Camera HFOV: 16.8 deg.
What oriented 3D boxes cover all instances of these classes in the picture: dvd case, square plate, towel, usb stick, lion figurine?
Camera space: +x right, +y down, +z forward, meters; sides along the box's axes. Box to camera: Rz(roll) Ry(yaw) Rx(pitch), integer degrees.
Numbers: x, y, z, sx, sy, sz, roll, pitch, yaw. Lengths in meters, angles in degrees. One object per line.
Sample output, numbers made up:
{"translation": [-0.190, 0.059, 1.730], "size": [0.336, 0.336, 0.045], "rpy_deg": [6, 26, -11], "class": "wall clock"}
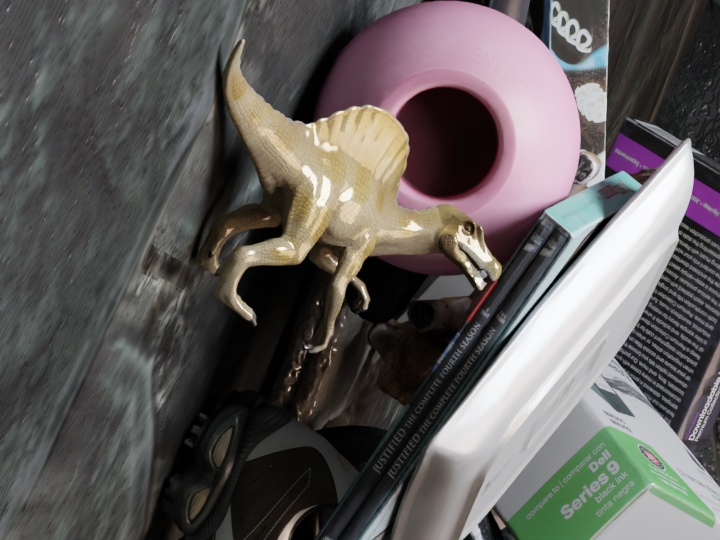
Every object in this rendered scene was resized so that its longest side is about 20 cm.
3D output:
{"translation": [0.057, 0.046, 1.143], "size": [0.201, 0.022, 0.146], "rpy_deg": [-55, 169, 19], "class": "dvd case"}
{"translation": [0.087, 0.052, 1.159], "size": [0.198, 0.028, 0.200], "rpy_deg": [-49, 169, -21], "class": "square plate"}
{"translation": [0.000, 0.000, 1.345], "size": [0.201, 0.034, 0.132], "rpy_deg": [-68, 169, 14], "class": "towel"}
{"translation": [0.042, -0.032, 1.286], "size": [0.056, 0.032, 0.200], "rpy_deg": [-60, 174, 32], "class": "usb stick"}
{"translation": [0.085, 0.009, 1.280], "size": [0.199, 0.073, 0.122], "rpy_deg": [-35, 172, 12], "class": "lion figurine"}

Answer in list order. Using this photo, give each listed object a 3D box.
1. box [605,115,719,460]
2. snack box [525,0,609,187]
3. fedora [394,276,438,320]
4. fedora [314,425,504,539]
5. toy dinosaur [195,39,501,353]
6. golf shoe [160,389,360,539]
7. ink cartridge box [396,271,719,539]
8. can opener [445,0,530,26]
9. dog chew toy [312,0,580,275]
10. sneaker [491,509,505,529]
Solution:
{"translation": [0.174, 0.027, 1.471], "size": [0.036, 0.143, 0.201], "rpy_deg": [12, 107, -41], "class": "box"}
{"translation": [0.108, -0.098, 1.365], "size": [0.116, 0.037, 0.201], "rpy_deg": [-110, -163, -63], "class": "snack box"}
{"translation": [0.062, 0.007, 1.539], "size": [0.201, 0.090, 0.177], "rpy_deg": [-63, 173, 32], "class": "fedora"}
{"translation": [-0.016, 0.185, 1.325], "size": [0.202, 0.200, 0.092], "rpy_deg": [-64, -175, -9], "class": "fedora"}
{"translation": [-0.025, -0.030, 1.004], "size": [0.101, 0.058, 0.200], "rpy_deg": [-51, 136, 5], "class": "toy dinosaur"}
{"translation": [-0.063, 0.161, 1.203], "size": [0.201, 0.094, 0.078], "rpy_deg": [-69, 171, 26], "class": "golf shoe"}
{"translation": [0.117, 0.098, 1.376], "size": [0.084, 0.200, 0.146], "rpy_deg": [-46, 141, 12], "class": "ink cartridge box"}
{"translation": [0.067, -0.159, 1.254], "size": [0.064, 0.078, 0.201], "rpy_deg": [-120, -149, -42], "class": "can opener"}
{"translation": [0.042, -0.065, 1.160], "size": [0.200, 0.124, 0.125], "rpy_deg": [-55, 169, -84], "class": "dog chew toy"}
{"translation": [0.083, 0.119, 1.565], "size": [0.080, 0.070, 0.200], "rpy_deg": [-44, 180, 31], "class": "sneaker"}
